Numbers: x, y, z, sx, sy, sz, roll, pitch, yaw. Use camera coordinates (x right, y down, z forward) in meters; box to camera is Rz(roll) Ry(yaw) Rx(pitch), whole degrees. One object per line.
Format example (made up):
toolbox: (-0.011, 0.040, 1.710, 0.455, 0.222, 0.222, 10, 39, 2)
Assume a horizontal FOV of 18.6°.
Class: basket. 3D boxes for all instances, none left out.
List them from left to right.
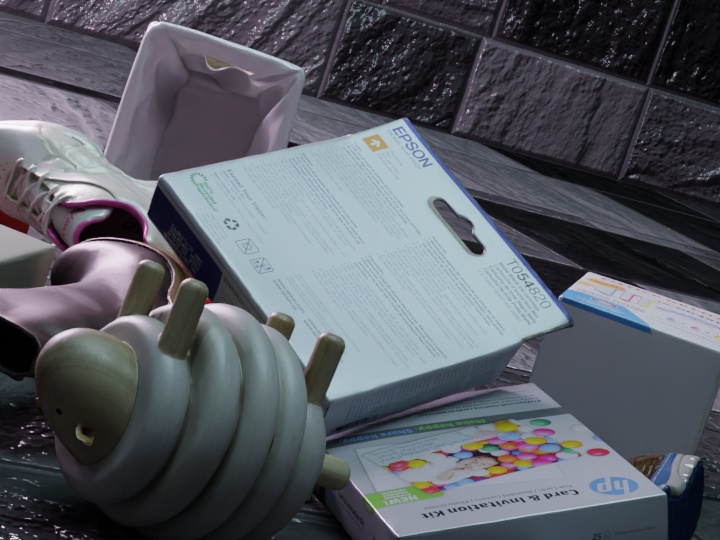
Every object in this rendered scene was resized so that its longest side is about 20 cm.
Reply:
basket: (-0.133, -0.089, 1.783, 0.136, 0.200, 0.123, 18, 5, -3)

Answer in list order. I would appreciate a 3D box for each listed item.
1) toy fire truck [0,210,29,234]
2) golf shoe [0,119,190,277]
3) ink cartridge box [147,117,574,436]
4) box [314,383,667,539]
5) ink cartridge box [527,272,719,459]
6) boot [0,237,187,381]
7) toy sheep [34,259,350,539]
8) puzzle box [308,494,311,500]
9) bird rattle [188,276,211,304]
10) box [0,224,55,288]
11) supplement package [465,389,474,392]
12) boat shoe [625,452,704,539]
toy fire truck: (-0.304, -0.023, 1.519, 0.200, 0.049, 0.141, 10, 12, -36)
golf shoe: (-0.200, -0.050, 1.520, 0.200, 0.075, 0.092, 23, 16, 14)
ink cartridge box: (0.000, 0.000, 1.371, 0.200, 0.041, 0.200, -15, 55, -35)
box: (0.064, 0.122, 1.262, 0.156, 0.041, 0.200, -7, 18, -15)
ink cartridge box: (0.197, 0.084, 1.626, 0.129, 0.125, 0.200, 20, 10, 9)
boot: (-0.172, 0.020, 1.288, 0.166, 0.072, 0.200, 13, 14, -42)
toy sheep: (-0.079, 0.077, 1.124, 0.200, 0.138, 0.138, 23, 6, -33)
puzzle box: (-0.120, 0.082, 1.335, 0.133, 0.025, 0.200, 13, 10, -26)
bird rattle: (-0.084, 0.038, 1.487, 0.163, 0.113, 0.200, -2, -5, 30)
box: (-0.262, 0.012, 1.339, 0.082, 0.068, 0.200, 20, 9, 10)
supplement package: (-0.009, 0.022, 1.621, 0.200, 0.114, 0.110, 22, 11, 18)
boat shoe: (0.157, 0.156, 1.337, 0.072, 0.072, 0.200, 4, 7, 18)
